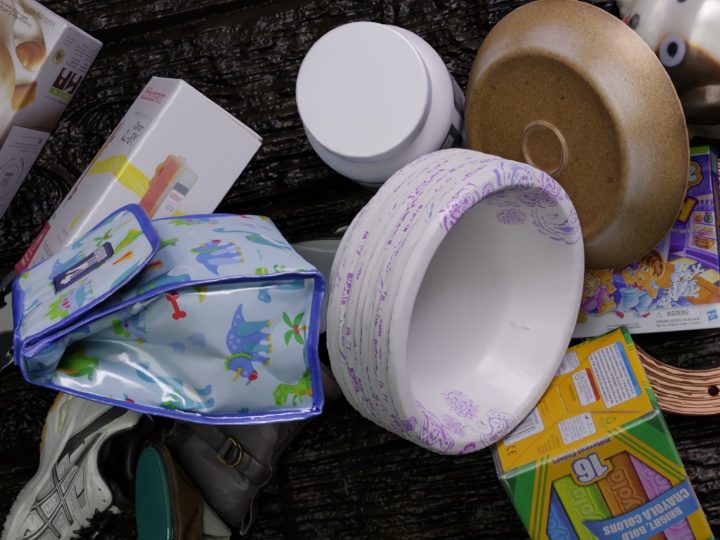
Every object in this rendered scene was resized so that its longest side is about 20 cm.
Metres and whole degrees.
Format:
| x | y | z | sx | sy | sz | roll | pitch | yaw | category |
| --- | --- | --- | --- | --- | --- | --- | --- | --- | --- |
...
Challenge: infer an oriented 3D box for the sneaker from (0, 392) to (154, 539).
| x | y | z | sx | sy | sz | roll | pitch | yaw | category |
| --- | --- | --- | --- | --- | --- | --- | --- | --- | --- |
| -0.231 | 0.194 | 1.122 | 0.087 | 0.075 | 0.202 | 18 | 92 | 26 | sneaker |

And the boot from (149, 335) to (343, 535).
| x | y | z | sx | sy | sz | roll | pitch | yaw | category |
| --- | --- | --- | --- | --- | --- | --- | --- | --- | --- |
| -0.117 | 0.095 | 1.120 | 0.200 | 0.069 | 0.174 | 46 | 104 | 15 | boot |

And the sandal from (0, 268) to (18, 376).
| x | y | z | sx | sy | sz | roll | pitch | yaw | category |
| --- | --- | --- | --- | --- | --- | --- | --- | --- | --- |
| -0.286 | 0.034 | 1.162 | 0.200 | 0.043 | 0.076 | -45 | 81 | 6 | sandal |

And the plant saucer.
| x | y | z | sx | sy | sz | roll | pitch | yaw | category |
| --- | --- | --- | --- | --- | --- | --- | --- | --- | --- |
| 0.141 | -0.090 | 0.975 | 0.199 | 0.035 | 0.202 | 24 | 126 | 38 | plant saucer |

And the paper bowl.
| x | y | z | sx | sy | sz | roll | pitch | yaw | category |
| --- | --- | --- | --- | --- | --- | --- | --- | --- | --- |
| 0.057 | 0.017 | 0.939 | 0.104 | 0.200 | 0.203 | 19 | 91 | 41 | paper bowl |

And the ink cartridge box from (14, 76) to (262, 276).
| x | y | z | sx | sy | sz | roll | pitch | yaw | category |
| --- | --- | --- | --- | --- | --- | --- | --- | --- | --- |
| -0.178 | -0.051 | 1.077 | 0.083 | 0.145 | 0.201 | 37 | 87 | -19 | ink cartridge box |

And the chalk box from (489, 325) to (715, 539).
| x | y | z | sx | sy | sz | roll | pitch | yaw | category |
| --- | --- | --- | --- | --- | --- | --- | --- | --- | --- |
| 0.186 | 0.170 | 1.011 | 0.123 | 0.125 | 0.201 | -24 | 116 | 9 | chalk box |

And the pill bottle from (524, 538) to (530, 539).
| x | y | z | sx | sy | sz | roll | pitch | yaw | category |
| --- | --- | --- | --- | --- | --- | --- | --- | --- | --- |
| 0.056 | 0.275 | 1.047 | 0.198 | 0.112 | 0.113 | -21 | 84 | 14 | pill bottle |

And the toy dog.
| x | y | z | sx | sy | sz | roll | pitch | yaw | category |
| --- | --- | --- | --- | --- | --- | --- | --- | --- | --- |
| 0.241 | -0.149 | 0.991 | 0.193 | 0.200 | 0.140 | 28 | 94 | 11 | toy dog |

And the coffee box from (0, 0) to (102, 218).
| x | y | z | sx | sy | sz | roll | pitch | yaw | category |
| --- | --- | --- | --- | --- | --- | --- | --- | --- | --- |
| -0.326 | -0.141 | 1.158 | 0.114 | 0.080 | 0.201 | 31 | 94 | 10 | coffee box |

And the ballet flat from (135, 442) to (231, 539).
| x | y | z | sx | sy | sz | roll | pitch | yaw | category |
| --- | --- | --- | --- | --- | --- | --- | --- | --- | --- |
| -0.134 | 0.233 | 1.069 | 0.068 | 0.072 | 0.201 | -49 | 41 | 42 | ballet flat |

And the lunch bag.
| x | y | z | sx | sy | sz | roll | pitch | yaw | category |
| --- | --- | --- | --- | --- | --- | --- | --- | --- | --- |
| -0.138 | 0.028 | 0.935 | 0.198 | 0.170 | 0.129 | -5 | 105 | -14 | lunch bag |

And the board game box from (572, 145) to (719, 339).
| x | y | z | sx | sy | sz | roll | pitch | yaw | category |
| --- | --- | --- | --- | --- | --- | --- | --- | --- | --- |
| 0.179 | -0.016 | 1.054 | 0.198 | 0.045 | 0.136 | -6 | 85 | 23 | board game box |

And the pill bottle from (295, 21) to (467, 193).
| x | y | z | sx | sy | sz | roll | pitch | yaw | category |
| --- | --- | --- | --- | --- | --- | --- | --- | --- | --- |
| 0.018 | -0.121 | 1.031 | 0.115 | 0.200 | 0.117 | 0 | 87 | 10 | pill bottle |

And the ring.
| x | y | z | sx | sy | sz | roll | pitch | yaw | category |
| --- | --- | --- | --- | --- | --- | --- | --- | --- | --- |
| 0.264 | 0.012 | 1.073 | 0.198 | 0.019 | 0.203 | 0 | 88 | 10 | ring |

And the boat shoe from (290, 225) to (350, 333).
| x | y | z | sx | sy | sz | roll | pitch | yaw | category |
| --- | --- | --- | --- | --- | --- | --- | --- | --- | --- |
| 0.000 | 0.000 | 1.058 | 0.198 | 0.064 | 0.071 | -11 | 103 | 9 | boat shoe |
